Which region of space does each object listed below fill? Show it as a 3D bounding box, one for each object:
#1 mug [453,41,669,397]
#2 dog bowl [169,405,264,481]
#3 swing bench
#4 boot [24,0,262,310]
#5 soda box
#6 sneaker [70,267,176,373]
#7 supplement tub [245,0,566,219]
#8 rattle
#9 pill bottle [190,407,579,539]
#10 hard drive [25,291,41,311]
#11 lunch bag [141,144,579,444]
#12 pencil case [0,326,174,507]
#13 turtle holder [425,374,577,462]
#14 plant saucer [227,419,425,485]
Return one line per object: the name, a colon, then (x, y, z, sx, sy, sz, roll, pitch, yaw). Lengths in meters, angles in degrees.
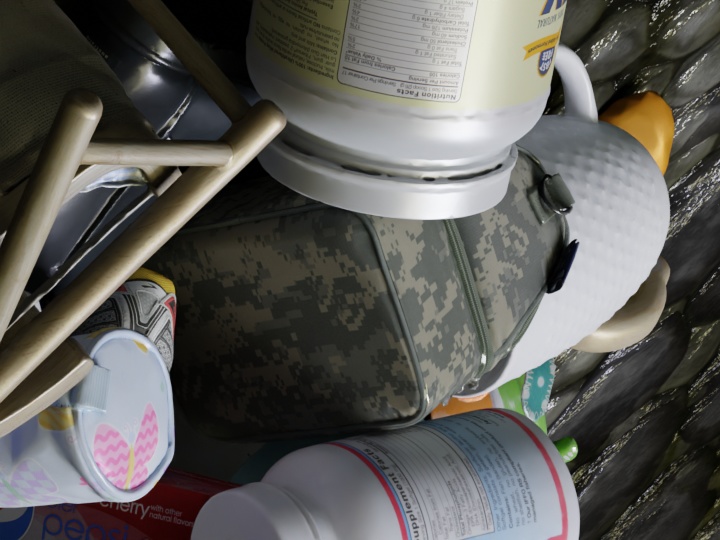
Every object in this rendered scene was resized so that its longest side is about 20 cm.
mug: (0.101, -0.045, 1.601, 0.175, 0.147, 0.201, -25, 122, -38)
dog bowl: (-0.054, 0.137, 1.583, 0.199, 0.200, 0.079, -27, 153, -30)
swing bench: (-0.175, -0.056, 1.029, 0.200, 0.199, 0.129, -50, 156, 23)
boot: (-0.109, -0.057, 1.296, 0.168, 0.076, 0.200, -49, 154, 17)
soda box: (-0.151, 0.132, 1.424, 0.070, 0.199, 0.064, 6, 93, -61)
sneaker: (-0.142, 0.047, 1.387, 0.077, 0.083, 0.200, 22, 161, -22)
supplement tub: (0.025, -0.139, 1.195, 0.145, 0.145, 0.201, -17, 125, -45)
rattle: (0.141, -0.007, 1.706, 0.200, 0.130, 0.143, -32, 168, -47)
pill bottle: (0.012, 0.139, 1.372, 0.199, 0.109, 0.109, -9, 143, -41)
hard drive: (-0.262, 0.049, 1.200, 0.199, 0.132, 0.026, -24, 109, -34)
lunch bag: (0.000, 0.000, 1.426, 0.199, 0.140, 0.168, -10, -162, 41)
pencil case: (-0.187, 0.071, 1.267, 0.091, 0.199, 0.083, 56, 42, -42)
turtle holder: (0.055, 0.105, 1.823, 0.131, 0.142, 0.185, -15, -170, -19)
plant saucer: (-0.006, 0.176, 1.478, 0.199, 0.036, 0.201, -12, 112, -31)
